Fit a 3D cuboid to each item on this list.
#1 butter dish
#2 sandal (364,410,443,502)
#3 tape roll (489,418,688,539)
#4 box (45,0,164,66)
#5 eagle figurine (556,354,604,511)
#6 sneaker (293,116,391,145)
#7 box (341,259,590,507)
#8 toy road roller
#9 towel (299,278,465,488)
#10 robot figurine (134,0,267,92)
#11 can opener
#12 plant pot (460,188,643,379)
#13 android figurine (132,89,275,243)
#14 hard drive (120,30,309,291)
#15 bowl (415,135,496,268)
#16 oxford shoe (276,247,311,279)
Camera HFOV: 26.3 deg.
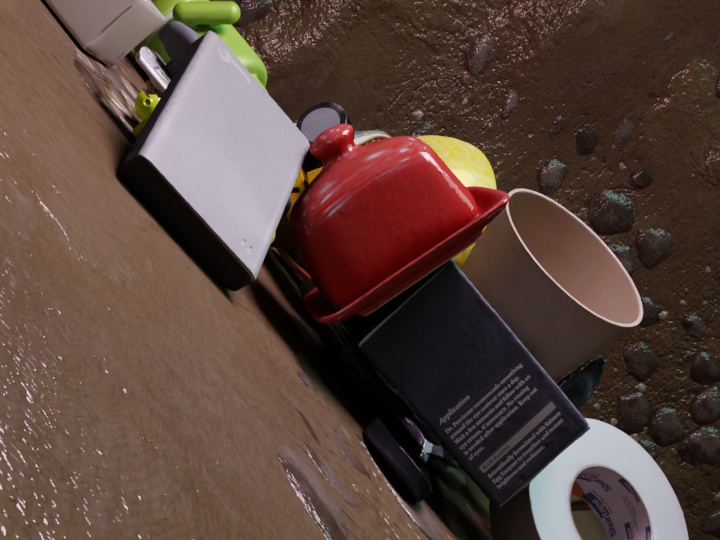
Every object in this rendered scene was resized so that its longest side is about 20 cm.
[{"bbox_3d":[0.008,-0.061,1.373,0.149,0.198,0.200,56,-3,-10],"label":"butter dish"},{"bbox_3d":[0.044,0.150,1.361,0.076,0.043,0.200,51,5,-3],"label":"sandal"},{"bbox_3d":[0.219,0.246,1.464,0.198,0.066,0.202,20,52,-27],"label":"tape roll"},{"bbox_3d":[-0.295,-0.311,1.552,0.201,0.078,0.095,51,4,8],"label":"box"},{"bbox_3d":[0.182,0.181,1.642,0.152,0.150,0.202,96,2,-50],"label":"eagle figurine"},{"bbox_3d":[-0.039,-0.147,1.761,0.090,0.068,0.199,38,27,20],"label":"sneaker"},{"bbox_3d":[0.089,0.090,1.435,0.200,0.117,0.197,50,-1,-9],"label":"box"},{"bbox_3d":[-0.052,-0.057,1.574,0.123,0.144,0.202,59,13,-55],"label":"toy road roller"},{"bbox_3d":[0.027,0.112,1.575,0.200,0.034,0.193,48,5,-36],"label":"towel"},{"bbox_3d":[-0.187,-0.240,1.792,0.200,0.115,0.176,50,-23,22],"label":"robot figurine"},{"bbox_3d":[-0.128,-0.129,1.374,0.201,0.066,0.053,54,17,-2],"label":"can opener"},{"bbox_3d":[0.160,0.051,1.615,0.186,0.200,0.188,32,28,-20],"label":"plant pot"},{"bbox_3d":[-0.151,-0.092,1.448,0.183,0.041,0.200,51,3,7],"label":"android figurine"},{"bbox_3d":[-0.116,-0.095,1.285,0.140,0.033,0.201,48,33,-22],"label":"hard drive"},{"bbox_3d":[0.044,-0.067,1.704,0.107,0.201,0.201,22,21,-38],"label":"bowl"},{"bbox_3d":[0.000,0.000,1.656,0.199,0.073,0.071,29,15,16],"label":"oxford shoe"}]
